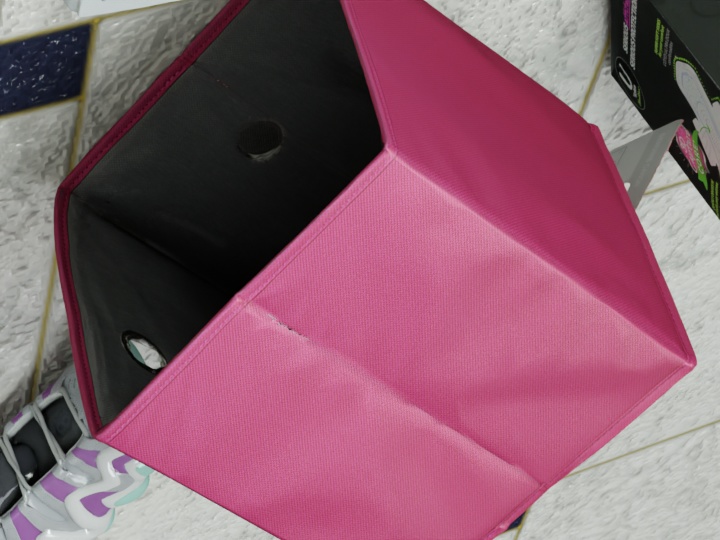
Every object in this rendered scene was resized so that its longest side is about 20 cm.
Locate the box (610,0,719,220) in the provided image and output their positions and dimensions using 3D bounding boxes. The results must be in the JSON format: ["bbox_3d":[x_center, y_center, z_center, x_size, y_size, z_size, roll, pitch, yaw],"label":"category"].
[{"bbox_3d":[0.242,-0.100,1.308,0.148,0.200,0.124,-28,152,-11],"label":"box"}]

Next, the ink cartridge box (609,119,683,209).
[{"bbox_3d":[0.082,0.013,1.319,0.200,0.050,0.161,-22,-155,40],"label":"ink cartridge box"}]

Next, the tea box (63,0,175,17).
[{"bbox_3d":[-0.063,-0.229,0.820,0.133,0.197,0.200,-14,145,-31],"label":"tea box"}]

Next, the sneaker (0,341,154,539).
[{"bbox_3d":[-0.193,0.117,1.333,0.140,0.078,0.200,-11,143,-36],"label":"sneaker"}]

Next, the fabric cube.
[{"bbox_3d":[0.000,0.000,1.163,0.199,0.196,0.200,33,114,-32],"label":"fabric cube"}]
